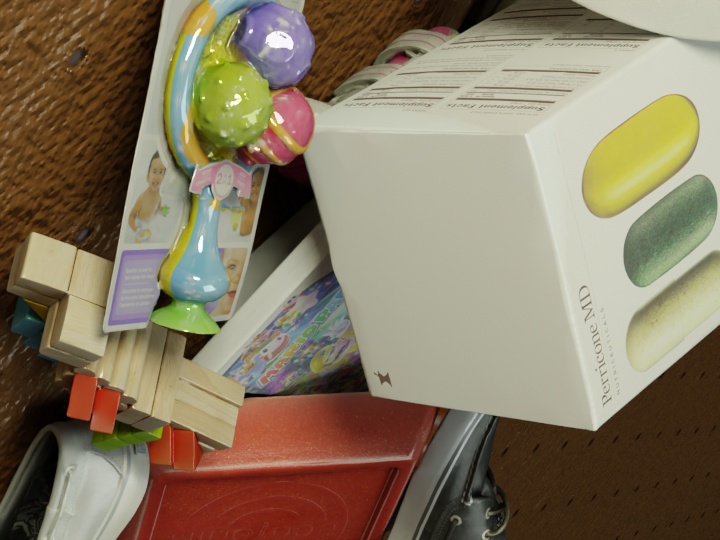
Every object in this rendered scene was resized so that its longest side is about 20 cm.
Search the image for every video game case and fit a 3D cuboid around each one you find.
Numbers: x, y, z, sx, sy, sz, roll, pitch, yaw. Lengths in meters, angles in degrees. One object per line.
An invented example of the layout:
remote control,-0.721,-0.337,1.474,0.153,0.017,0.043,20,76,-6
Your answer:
video game case,0.002,0.018,1.071,0.143,0.018,0.200,-46,156,16

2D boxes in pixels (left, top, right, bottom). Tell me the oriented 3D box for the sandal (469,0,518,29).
sandal,0.124,-0.179,1.103,0.080,0.057,0.202,-19,142,-53

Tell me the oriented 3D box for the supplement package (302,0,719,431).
supplement package,0.102,-0.039,0.951,0.199,0.150,0.153,-33,117,-39

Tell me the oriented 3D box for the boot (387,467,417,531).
boot,-0.056,0.144,1.244,0.199,0.098,0.075,-22,143,12

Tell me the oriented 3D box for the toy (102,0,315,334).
toy,-0.053,-0.066,0.867,0.115,0.047,0.202,-3,112,-63

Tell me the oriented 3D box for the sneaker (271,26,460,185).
sneaker,0.023,-0.090,1.032,0.199,0.081,0.089,-2,94,-47

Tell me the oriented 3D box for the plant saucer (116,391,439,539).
plant saucer,-0.063,0.148,1.132,0.198,0.037,0.201,-2,142,-19

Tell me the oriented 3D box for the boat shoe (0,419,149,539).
boat shoe,-0.187,0.163,1.029,0.068,0.072,0.200,13,123,-43

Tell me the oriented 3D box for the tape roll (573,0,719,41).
tape roll,0.163,-0.228,0.907,0.202,0.202,0.140,-33,152,-38

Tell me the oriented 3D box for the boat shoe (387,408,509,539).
boat shoe,0.057,0.153,1.148,0.201,0.066,0.070,-68,171,22

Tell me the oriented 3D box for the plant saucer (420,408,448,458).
plant saucer,-0.007,0.155,1.414,0.200,0.032,0.201,-43,157,-23

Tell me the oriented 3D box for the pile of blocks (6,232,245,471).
pile of blocks,-0.128,0.055,0.922,0.200,0.081,0.063,52,41,-55

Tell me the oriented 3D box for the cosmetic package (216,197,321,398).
cosmetic package,0.000,0.000,1.155,0.200,0.052,0.151,-43,155,-19
